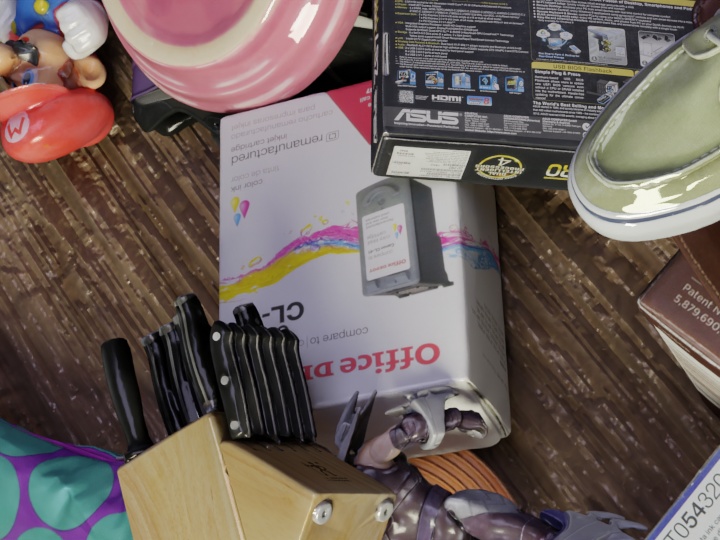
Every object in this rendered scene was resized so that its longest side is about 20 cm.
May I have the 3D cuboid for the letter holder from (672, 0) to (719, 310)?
[{"bbox_3d":[0.204,-0.026,0.696,0.142,0.101,0.200,-38,59,8],"label":"letter holder"}]

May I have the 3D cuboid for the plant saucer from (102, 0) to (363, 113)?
[{"bbox_3d":[-0.085,-0.192,0.989,0.200,0.051,0.201,4,96,35],"label":"plant saucer"}]

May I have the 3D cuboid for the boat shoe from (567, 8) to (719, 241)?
[{"bbox_3d":[0.159,-0.085,0.647,0.200,0.062,0.072,-36,60,13],"label":"boat shoe"}]

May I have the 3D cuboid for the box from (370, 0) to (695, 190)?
[{"bbox_3d":[0.106,-0.123,0.937,0.199,0.049,0.162,3,64,-7],"label":"box"}]

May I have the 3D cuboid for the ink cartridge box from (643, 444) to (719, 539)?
[{"bbox_3d":[0.183,0.214,0.776,0.200,0.043,0.196,40,73,11],"label":"ink cartridge box"}]

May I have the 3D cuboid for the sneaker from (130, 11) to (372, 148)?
[{"bbox_3d":[-0.051,-0.112,1.051,0.199,0.076,0.088,5,85,29],"label":"sneaker"}]

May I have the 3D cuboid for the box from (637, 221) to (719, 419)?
[{"bbox_3d":[0.267,0.011,0.807,0.164,0.166,0.200,40,89,30],"label":"box"}]

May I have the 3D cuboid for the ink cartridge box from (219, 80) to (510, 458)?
[{"bbox_3d":[0.000,0.000,0.959,0.147,0.086,0.201,-12,59,17],"label":"ink cartridge box"}]

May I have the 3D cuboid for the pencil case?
[{"bbox_3d":[-0.184,0.127,0.995,0.199,0.085,0.093,15,93,26],"label":"pencil case"}]

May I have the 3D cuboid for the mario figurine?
[{"bbox_3d":[-0.207,-0.164,1.098,0.106,0.124,0.201,3,64,-3],"label":"mario figurine"}]

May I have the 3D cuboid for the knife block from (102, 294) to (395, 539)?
[{"bbox_3d":[-0.077,0.119,0.849,0.175,0.064,0.201,24,99,38],"label":"knife block"}]

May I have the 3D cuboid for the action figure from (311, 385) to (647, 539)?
[{"bbox_3d":[0.051,0.130,0.864,0.199,0.131,0.069,19,37,22],"label":"action figure"}]

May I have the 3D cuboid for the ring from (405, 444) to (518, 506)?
[{"bbox_3d":[0.003,0.180,0.936,0.200,0.019,0.201,-8,69,20],"label":"ring"}]
